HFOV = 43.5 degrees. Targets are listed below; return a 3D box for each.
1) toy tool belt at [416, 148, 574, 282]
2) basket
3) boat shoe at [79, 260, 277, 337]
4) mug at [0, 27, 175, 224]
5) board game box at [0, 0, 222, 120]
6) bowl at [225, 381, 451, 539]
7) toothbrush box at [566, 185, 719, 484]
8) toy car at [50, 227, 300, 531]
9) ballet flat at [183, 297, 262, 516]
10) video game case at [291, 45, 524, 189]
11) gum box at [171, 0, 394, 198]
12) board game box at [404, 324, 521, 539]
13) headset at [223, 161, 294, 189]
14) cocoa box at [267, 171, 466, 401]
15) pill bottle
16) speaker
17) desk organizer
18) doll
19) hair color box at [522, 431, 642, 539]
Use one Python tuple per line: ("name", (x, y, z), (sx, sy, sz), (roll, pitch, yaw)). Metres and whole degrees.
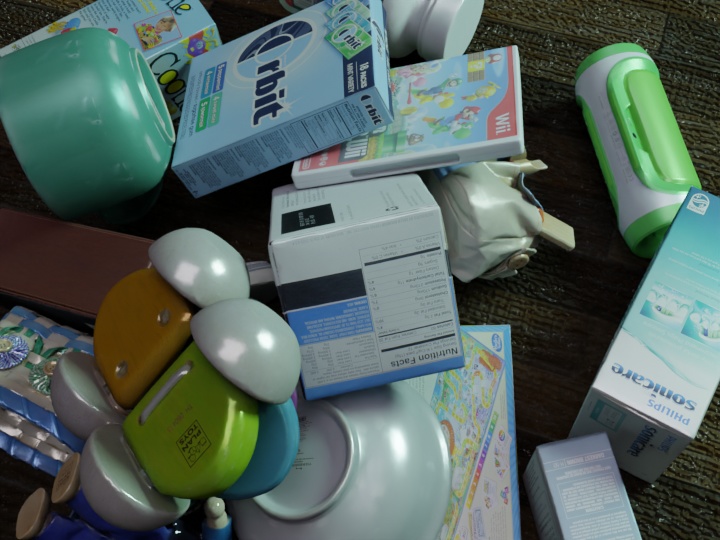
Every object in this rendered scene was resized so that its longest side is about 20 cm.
("toy tool belt", (0.110, -0.083, 0.854), (0.122, 0.125, 0.201), (-8, 49, -22))
("basket", (-0.288, 0.140, 0.754), (0.175, 0.139, 0.201), (18, 61, 13))
("boat shoe", (-0.171, 0.014, 0.844), (0.199, 0.070, 0.072), (-14, 70, 1))
("mug", (-0.231, -0.132, 0.809), (0.114, 0.185, 0.153), (-21, 86, 0))
("board game box", (-0.248, -0.208, 0.937), (0.199, 0.103, 0.105), (-30, 64, -9))
("bowl", (-0.033, 0.160, 0.724), (0.200, 0.090, 0.202), (-9, 63, 18))
("toothbrush box", (0.258, 0.057, 0.750), (0.085, 0.147, 0.201), (25, 70, 16))
("toy car", (-0.114, 0.086, 0.655), (0.175, 0.150, 0.200), (-48, 46, 8))
("ballet flat", (-0.134, 0.119, 0.792), (0.072, 0.072, 0.201), (15, 66, 11))
("video game case", (0.043, -0.138, 0.804), (0.199, 0.018, 0.144), (-7, 44, 15))
("gum box", (-0.070, -0.169, 0.831), (0.199, 0.045, 0.171), (-18, 45, 17))
("board game box", (0.067, 0.146, 0.783), (0.133, 0.034, 0.201), (0, 65, 4))
("headset", (-0.074, -0.145, 0.899), (0.199, 0.094, 0.124), (-36, 66, 6))
("cocoa box", (0.000, 0.000, 0.752), (0.132, 0.200, 0.132), (-12, 107, -1))
("pill bottle", (0.023, -0.294, 0.949), (0.199, 0.120, 0.120), (28, 70, 16))
("speaker", (0.267, -0.116, 0.866), (0.088, 0.089, 0.201), (-10, 64, -1))
("desk organizer", (-0.247, 0.007, 0.794), (0.199, 0.072, 0.077), (12, 70, 28))
("doll", (-0.156, 0.217, 0.695), (0.136, 0.200, 0.049), (-44, 28, 8))
("hair color box", (0.184, 0.238, 0.695), (0.060, 0.099, 0.201), (-11, 64, -2))
